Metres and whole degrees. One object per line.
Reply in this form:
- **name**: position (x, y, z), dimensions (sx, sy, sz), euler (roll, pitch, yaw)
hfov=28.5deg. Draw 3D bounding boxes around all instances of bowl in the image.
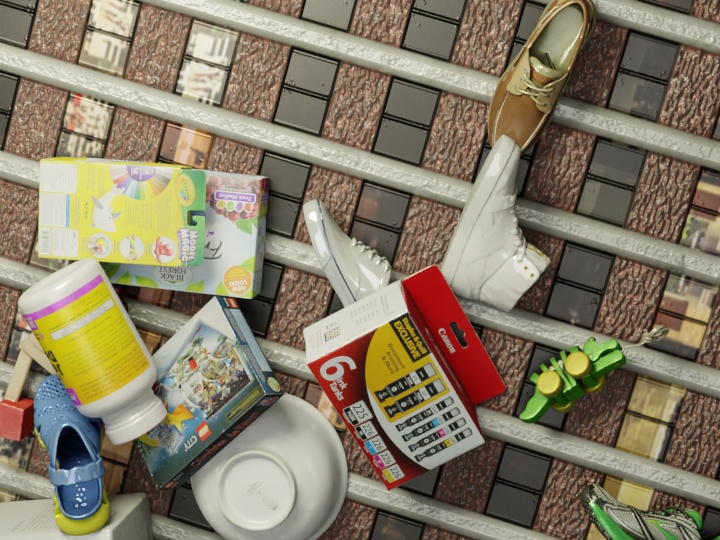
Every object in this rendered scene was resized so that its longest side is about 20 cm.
- **bowl**: position (-0.118, 0.251, 1.690), dimensions (0.199, 0.090, 0.203), euler (1, 97, 8)

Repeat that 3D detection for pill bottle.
- **pill bottle**: position (-0.299, 0.095, 1.618), dimensions (0.104, 0.104, 0.201), euler (-25, 102, 9)

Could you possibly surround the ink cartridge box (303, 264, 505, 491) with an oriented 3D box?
- **ink cartridge box**: position (0.058, 0.122, 1.622), dimensions (0.175, 0.084, 0.201), euler (-28, 116, 9)

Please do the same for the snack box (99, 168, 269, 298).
- **snack box**: position (-0.214, -0.049, 1.683), dimensions (0.198, 0.053, 0.144), euler (6, 98, 8)

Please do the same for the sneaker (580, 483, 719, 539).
- **sneaker**: position (0.344, 0.301, 1.653), dimensions (0.199, 0.078, 0.086), euler (30, 93, -6)

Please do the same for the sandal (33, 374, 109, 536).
- **sandal**: position (-0.330, 0.197, 1.624), dimensions (0.079, 0.087, 0.201), euler (-14, 54, -15)

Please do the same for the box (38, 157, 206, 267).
- **box**: position (-0.271, -0.068, 1.640), dimensions (0.198, 0.048, 0.119), euler (5, 97, 12)

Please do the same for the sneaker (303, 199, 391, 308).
- **sneaker**: position (0.000, 0.000, 1.658), dimensions (0.070, 0.073, 0.201), euler (-26, 103, 7)

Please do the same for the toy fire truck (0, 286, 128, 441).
- **toy fire truck**: position (-0.363, 0.111, 1.723), dimensions (0.140, 0.049, 0.202), euler (8, 98, 6)

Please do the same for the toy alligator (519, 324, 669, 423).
- **toy alligator**: position (0.262, 0.106, 1.646), dimensions (0.199, 0.059, 0.054), euler (-35, 51, 10)

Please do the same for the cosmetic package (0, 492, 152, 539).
- **cosmetic package**: position (-0.359, 0.371, 1.695), dimensions (0.198, 0.165, 0.167), euler (-4, 96, 7)

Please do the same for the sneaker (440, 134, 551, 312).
- **sneaker**: position (0.171, -0.049, 1.621), dimensions (0.115, 0.074, 0.201), euler (21, 117, 2)

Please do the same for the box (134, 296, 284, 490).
- **box**: position (-0.193, 0.145, 1.661), dimensions (0.200, 0.038, 0.137), euler (-42, 66, 25)

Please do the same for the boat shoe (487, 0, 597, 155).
- **boat shoe**: position (0.200, -0.223, 1.599), dimensions (0.075, 0.074, 0.201), euler (25, 101, 4)
